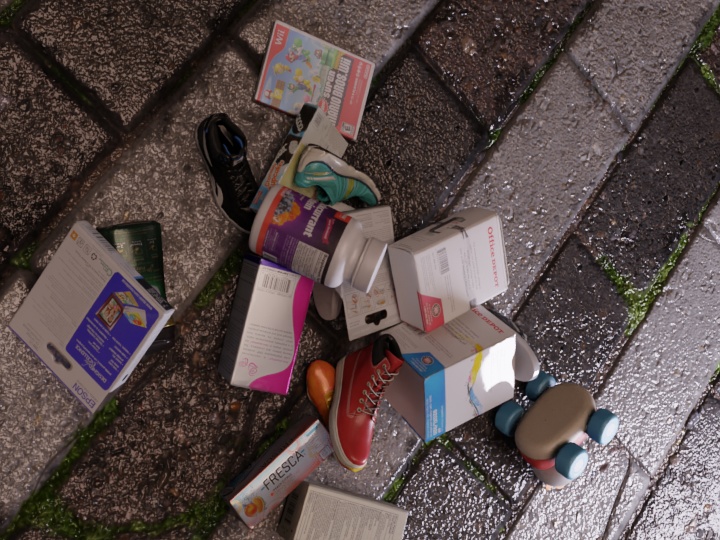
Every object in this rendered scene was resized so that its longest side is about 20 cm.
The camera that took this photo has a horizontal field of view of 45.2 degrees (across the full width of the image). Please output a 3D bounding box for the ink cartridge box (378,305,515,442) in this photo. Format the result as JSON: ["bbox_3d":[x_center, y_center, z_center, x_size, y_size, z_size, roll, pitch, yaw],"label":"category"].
[{"bbox_3d":[0.152,0.166,1.503,0.197,0.147,0.148,-21,127,-23],"label":"ink cartridge box"}]

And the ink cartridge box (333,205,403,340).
[{"bbox_3d":[0.000,0.000,1.457,0.161,0.056,0.205,-14,102,-49],"label":"ink cartridge box"}]

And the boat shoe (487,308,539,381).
[{"bbox_3d":[0.270,0.129,1.564,0.066,0.200,0.073,-3,116,-29],"label":"boat shoe"}]

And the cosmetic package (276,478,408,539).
[{"bbox_3d":[-0.030,0.428,1.471,0.197,0.087,0.106,23,79,-21],"label":"cosmetic package"}]

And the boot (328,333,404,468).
[{"bbox_3d":[0.017,0.209,1.403,0.071,0.143,0.204,22,53,-31],"label":"boot"}]

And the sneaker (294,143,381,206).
[{"bbox_3d":[-0.041,-0.147,1.455,0.198,0.077,0.081,23,98,-49],"label":"sneaker"}]

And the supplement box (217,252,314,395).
[{"bbox_3d":[-0.154,0.085,1.400,0.099,0.103,0.205,14,90,-24],"label":"supplement box"}]

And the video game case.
[{"bbox_3d":[-0.078,-0.328,1.500,0.196,0.017,0.147,18,82,-23],"label":"video game case"}]

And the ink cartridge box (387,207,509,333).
[{"bbox_3d":[0.154,-0.006,1.490,0.197,0.084,0.149,-24,114,-28],"label":"ink cartridge box"}]

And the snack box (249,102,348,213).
[{"bbox_3d":[-0.100,-0.161,1.446,0.203,0.037,0.116,-63,146,-13],"label":"snack box"}]

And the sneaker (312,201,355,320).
[{"bbox_3d":[-0.032,-0.016,1.491,0.087,0.075,0.206,3,87,-36],"label":"sneaker"}]

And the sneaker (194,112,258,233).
[{"bbox_3d":[-0.202,-0.153,1.388,0.072,0.111,0.203,-30,101,-20],"label":"sneaker"}]

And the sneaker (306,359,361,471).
[{"bbox_3d":[-0.034,0.246,1.479,0.072,0.077,0.204,-27,98,-20],"label":"sneaker"}]

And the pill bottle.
[{"bbox_3d":[-0.063,-0.043,1.326,0.196,0.112,0.113,24,79,3],"label":"pill bottle"}]

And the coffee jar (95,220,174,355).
[{"bbox_3d":[-0.348,0.029,1.332,0.102,0.085,0.205,-9,92,-35],"label":"coffee jar"}]

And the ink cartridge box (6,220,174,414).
[{"bbox_3d":[-0.398,0.069,1.272,0.198,0.043,0.201,42,104,10],"label":"ink cartridge box"}]

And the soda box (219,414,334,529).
[{"bbox_3d":[-0.135,0.331,1.434,0.199,0.068,0.064,-40,104,-20],"label":"soda box"}]

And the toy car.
[{"bbox_3d":[0.379,0.333,1.643,0.176,0.183,0.202,-39,133,-20],"label":"toy car"}]
